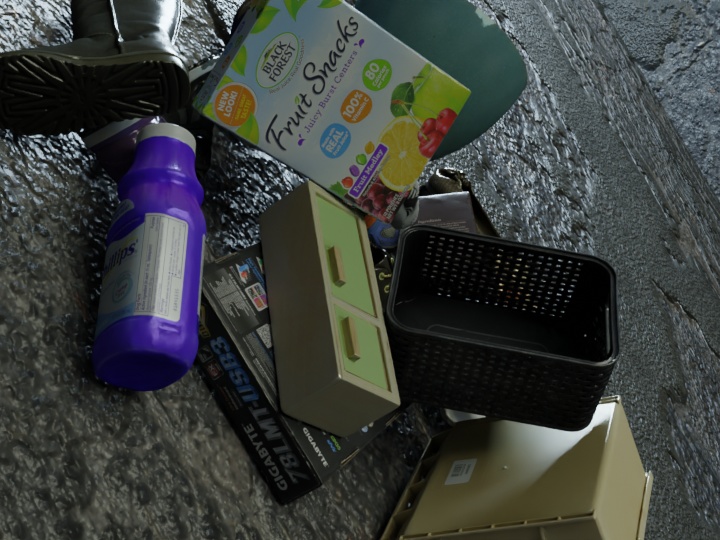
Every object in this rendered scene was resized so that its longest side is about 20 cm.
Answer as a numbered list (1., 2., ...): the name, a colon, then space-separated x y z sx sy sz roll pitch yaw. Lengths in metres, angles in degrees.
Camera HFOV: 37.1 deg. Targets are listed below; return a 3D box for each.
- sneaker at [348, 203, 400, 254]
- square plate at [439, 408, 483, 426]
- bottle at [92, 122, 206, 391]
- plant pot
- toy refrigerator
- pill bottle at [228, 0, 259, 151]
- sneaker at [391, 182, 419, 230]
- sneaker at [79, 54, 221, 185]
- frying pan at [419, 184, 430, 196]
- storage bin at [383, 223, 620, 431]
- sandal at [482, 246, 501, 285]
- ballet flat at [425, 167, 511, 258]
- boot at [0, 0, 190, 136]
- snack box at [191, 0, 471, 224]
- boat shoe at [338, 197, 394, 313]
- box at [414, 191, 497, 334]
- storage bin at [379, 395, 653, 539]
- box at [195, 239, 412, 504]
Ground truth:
1. sneaker: 0.019 -0.090 1.196 0.079 0.075 0.200 54 33 -31
2. square plate: 0.143 0.130 1.200 0.200 0.028 0.198 38 33 -33
3. bottle: -0.151 -0.015 0.790 0.065 0.083 0.201 19 56 -30
4. plant pot: 0.053 -0.190 1.118 0.200 0.200 0.135 40 75 -29
5. toy refrigerator: -0.027 0.028 0.890 0.076 0.070 0.200 30 38 -41
6. pill bottle: -0.080 -0.222 1.107 0.116 0.116 0.200 39 32 -30
7. sneaker: -0.019 -0.113 1.020 0.075 0.115 0.200 -122 -168 -57
8. sneaker: -0.162 -0.119 0.937 0.088 0.076 0.200 60 34 -15
9. frying pan: 0.122 -0.022 1.312 0.190 0.031 0.115 53 26 -8
10. storage bin: 0.120 0.050 0.955 0.199 0.094 0.135 10 45 2
11. sandal: 0.168 0.071 1.141 0.069 0.078 0.212 3 69 -9
12. ballet flat: 0.145 -0.051 1.268 0.067 0.046 0.200 24 27 -54
13. boot: -0.226 -0.187 0.872 0.181 0.073 0.200 -2 40 -17
14. snack box: -0.023 -0.148 0.925 0.200 0.142 0.053 30 4 -26
15. boat shoe: 0.000 0.000 1.068 0.201 0.061 0.072 49 29 -15
16. box: 0.095 0.022 1.121 0.100 0.075 0.200 83 0 -47
17. storage bin: 0.140 0.211 0.944 0.094 0.198 0.200 69 25 -16
18. box: -0.055 0.070 0.924 0.200 0.050 0.198 58 27 1
